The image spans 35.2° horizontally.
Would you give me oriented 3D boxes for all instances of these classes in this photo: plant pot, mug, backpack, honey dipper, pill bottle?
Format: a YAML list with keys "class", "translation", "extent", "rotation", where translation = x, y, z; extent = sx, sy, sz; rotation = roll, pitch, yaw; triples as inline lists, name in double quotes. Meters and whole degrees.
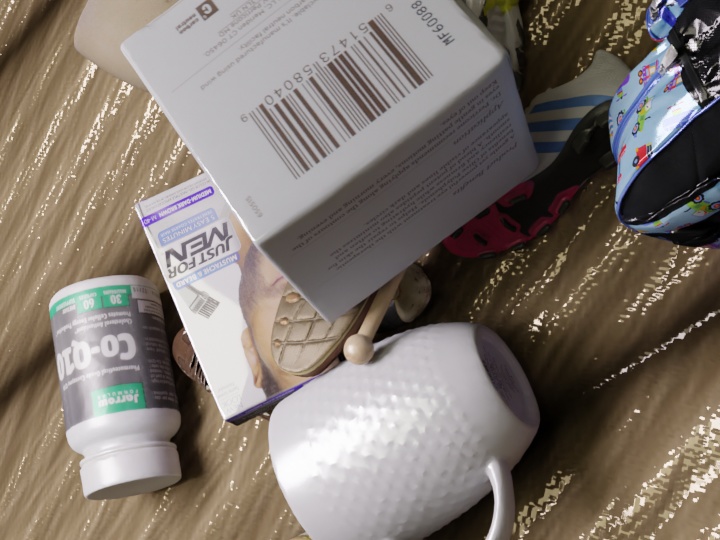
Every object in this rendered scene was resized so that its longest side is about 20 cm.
- class: "plant pot"
  translation: [-0.134, -0.226, 1.005]
  extent: [0.134, 0.200, 0.200]
  rotation: [41, 114, -3]
- class: "mug"
  translation: [0.048, 0.143, 0.855]
  extent: [0.175, 0.147, 0.201]
  rotation: [-33, 52, 21]
- class: "backpack"
  translation: [0.247, -0.108, 0.719]
  extent: [0.200, 0.182, 0.135]
  rotation: [-46, 49, 39]
- class: "honey dipper"
  translation: [0.036, -0.020, 0.857]
  extent: [0.038, 0.038, 0.201]
  rotation: [11, 66, 39]
- class: "pill bottle"
  translation: [-0.239, 0.116, 1.121]
  extent: [0.113, 0.113, 0.202]
  rotation: [-26, 69, 34]

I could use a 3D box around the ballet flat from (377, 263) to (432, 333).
- class: "ballet flat"
  translation: [-0.023, 0.021, 0.992]
  extent: [0.199, 0.057, 0.067]
  rotation: [-1, 84, 39]

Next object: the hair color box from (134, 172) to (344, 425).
- class: "hair color box"
  translation: [-0.100, 0.016, 0.958]
  extent: [0.109, 0.065, 0.201]
  rotation: [-25, 79, -1]

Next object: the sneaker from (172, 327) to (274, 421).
- class: "sneaker"
  translation: [-0.119, 0.087, 1.050]
  extent: [0.199, 0.075, 0.071]
  rotation: [16, 94, 39]

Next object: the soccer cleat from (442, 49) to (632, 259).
- class: "soccer cleat"
  translation: [0.139, -0.087, 0.878]
  extent: [0.200, 0.070, 0.087]
  rotation: [-39, 40, 31]

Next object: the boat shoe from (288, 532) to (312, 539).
- class: "boat shoe"
  translation: [0.011, 0.269, 0.925]
  extent: [0.199, 0.066, 0.075]
  rotation: [15, 94, 40]

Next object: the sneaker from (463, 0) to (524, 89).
- class: "sneaker"
  translation: [0.088, -0.198, 0.932]
  extent: [0.084, 0.074, 0.202]
  rotation: [12, 88, 53]

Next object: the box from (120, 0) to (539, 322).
- class: "box"
  translation: [-0.016, -0.114, 0.797]
  extent: [0.198, 0.171, 0.200]
  rotation: [-37, 64, 1]

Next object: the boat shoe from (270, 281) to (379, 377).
- class: "boat shoe"
  translation: [0.000, 0.000, 0.902]
  extent: [0.072, 0.068, 0.201]
  rotation: [20, 75, 33]
